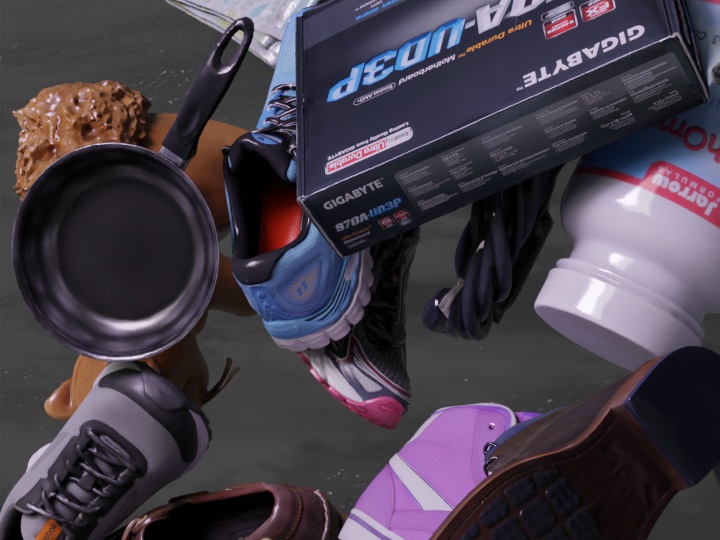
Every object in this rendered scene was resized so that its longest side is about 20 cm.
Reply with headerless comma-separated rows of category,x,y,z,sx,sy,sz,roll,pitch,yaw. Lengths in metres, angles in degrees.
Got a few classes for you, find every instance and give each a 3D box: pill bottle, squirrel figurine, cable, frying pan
pill bottle,0.167,-0.051,1.042,0.109,0.109,0.201,17,77,47
squirrel figurine,-0.142,-0.003,1.231,0.141,0.200,0.187,-2,64,34
cable,0.089,-0.057,1.097,0.051,0.163,0.201,28,81,7
frying pan,-0.121,-0.047,1.100,0.114,0.031,0.191,11,97,11

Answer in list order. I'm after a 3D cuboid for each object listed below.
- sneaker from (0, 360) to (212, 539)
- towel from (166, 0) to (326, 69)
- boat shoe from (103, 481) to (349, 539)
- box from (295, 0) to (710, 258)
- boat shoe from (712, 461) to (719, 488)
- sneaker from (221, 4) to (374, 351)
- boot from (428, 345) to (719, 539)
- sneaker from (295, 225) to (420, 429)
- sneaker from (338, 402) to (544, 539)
sneaker,-0.148,0.117,1.177,0.200,0.074,0.079,-46,5,48
towel,-0.039,-0.239,1.407,0.200,0.048,0.171,-55,42,-2
boat shoe,-0.098,0.156,1.179,0.199,0.070,0.071,-22,54,33
box,0.063,-0.107,1.034,0.199,0.046,0.159,-23,38,17
boat shoe,0.237,0.048,0.937,0.200,0.071,0.070,-25,49,29
sneaker,-0.029,-0.063,1.126,0.078,0.090,0.201,-11,58,26
boot,0.085,0.112,0.968,0.200,0.075,0.097,-34,2,-25
sneaker,0.000,0.000,1.185,0.075,0.081,0.201,-30,46,22
sneaker,0.077,0.127,1.036,0.114,0.073,0.200,-53,42,-6
